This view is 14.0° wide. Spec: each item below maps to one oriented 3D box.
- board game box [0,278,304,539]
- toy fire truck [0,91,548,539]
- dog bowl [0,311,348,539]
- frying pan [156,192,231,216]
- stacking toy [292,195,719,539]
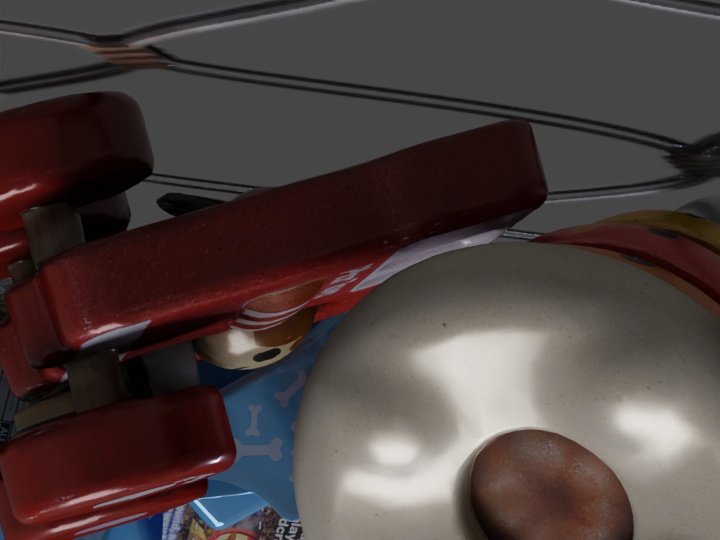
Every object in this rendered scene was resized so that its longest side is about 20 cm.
[{"bbox_3d":[-0.086,0.081,1.131,0.199,0.160,0.097,10,-164,-23],"label":"board game box"},{"bbox_3d":[-0.038,0.006,0.881,0.167,0.113,0.200,-15,173,-11],"label":"toy fire truck"},{"bbox_3d":[-0.069,0.068,1.011,0.199,0.050,0.112,-28,-167,4],"label":"dog bowl"},{"bbox_3d":[0.016,0.000,1.052,0.114,0.031,0.190,1,174,22],"label":"frying pan"},{"bbox_3d":[0.078,0.030,0.835,0.145,0.147,0.200,3,-156,21],"label":"stacking toy"}]
